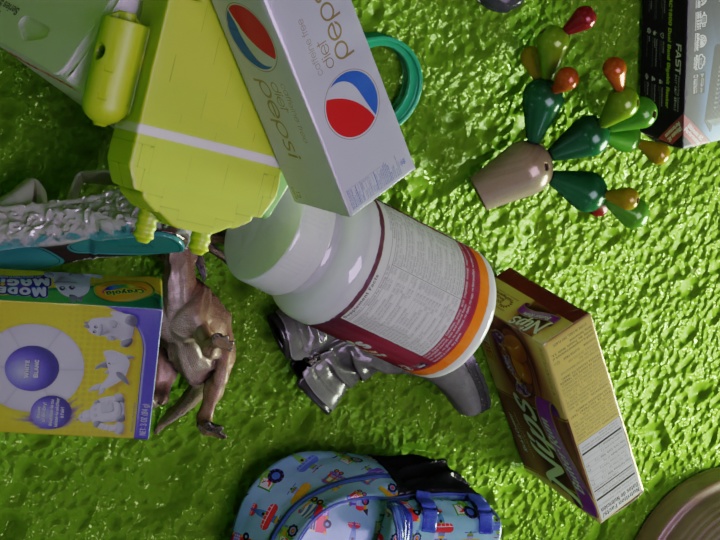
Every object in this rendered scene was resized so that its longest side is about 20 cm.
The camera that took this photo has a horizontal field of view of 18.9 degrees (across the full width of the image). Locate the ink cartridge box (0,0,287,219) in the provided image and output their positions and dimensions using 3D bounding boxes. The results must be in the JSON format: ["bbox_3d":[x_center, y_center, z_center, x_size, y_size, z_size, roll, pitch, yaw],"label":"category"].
[{"bbox_3d":[-0.146,-0.134,1.515,0.200,0.145,0.084,36,86,-38],"label":"ink cartridge box"}]

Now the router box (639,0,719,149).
[{"bbox_3d":[0.316,-0.216,1.849,0.149,0.062,0.201,-16,117,-30],"label":"router box"}]

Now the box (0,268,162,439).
[{"bbox_3d":[-0.245,0.058,1.541,0.198,0.048,0.118,4,121,-8],"label":"box"}]

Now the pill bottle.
[{"bbox_3d":[0.000,0.000,1.628,0.199,0.109,0.110,26,94,-37],"label":"pill bottle"}]

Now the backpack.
[{"bbox_3d":[-0.006,0.242,1.777,0.199,0.134,0.184,9,103,-33],"label":"backpack"}]

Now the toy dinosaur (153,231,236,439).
[{"bbox_3d":[-0.125,0.040,1.651,0.085,0.136,0.201,7,136,5],"label":"toy dinosaur"}]

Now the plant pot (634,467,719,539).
[{"bbox_3d":[0.355,0.298,2.070,0.200,0.093,0.202,-14,117,-29],"label":"plant pot"}]

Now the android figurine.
[{"bbox_3d":[-0.101,-0.111,1.435,0.181,0.041,0.201,10,96,-39],"label":"android figurine"}]

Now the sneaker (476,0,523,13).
[{"bbox_3d":[0.128,-0.296,1.674,0.074,0.085,0.201,-4,111,-32],"label":"sneaker"}]

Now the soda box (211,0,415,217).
[{"bbox_3d":[-0.037,-0.138,1.410,0.064,0.068,0.201,-36,120,-26],"label":"soda box"}]

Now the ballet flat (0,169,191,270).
[{"bbox_3d":[-0.210,-0.036,1.535,0.198,0.072,0.072,-6,119,11],"label":"ballet flat"}]

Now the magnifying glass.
[{"bbox_3d":[-0.033,-0.161,1.664,0.199,0.022,0.080,18,99,-40],"label":"magnifying glass"}]

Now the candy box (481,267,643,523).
[{"bbox_3d":[0.167,0.107,1.848,0.056,0.117,0.201,-32,124,-19],"label":"candy box"}]

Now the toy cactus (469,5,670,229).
[{"bbox_3d":[0.166,-0.109,1.789,0.164,0.102,0.201,-28,127,0],"label":"toy cactus"}]

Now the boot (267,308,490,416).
[{"bbox_3d":[0.012,0.073,1.770,0.130,0.068,0.200,-41,119,-8],"label":"boot"}]
